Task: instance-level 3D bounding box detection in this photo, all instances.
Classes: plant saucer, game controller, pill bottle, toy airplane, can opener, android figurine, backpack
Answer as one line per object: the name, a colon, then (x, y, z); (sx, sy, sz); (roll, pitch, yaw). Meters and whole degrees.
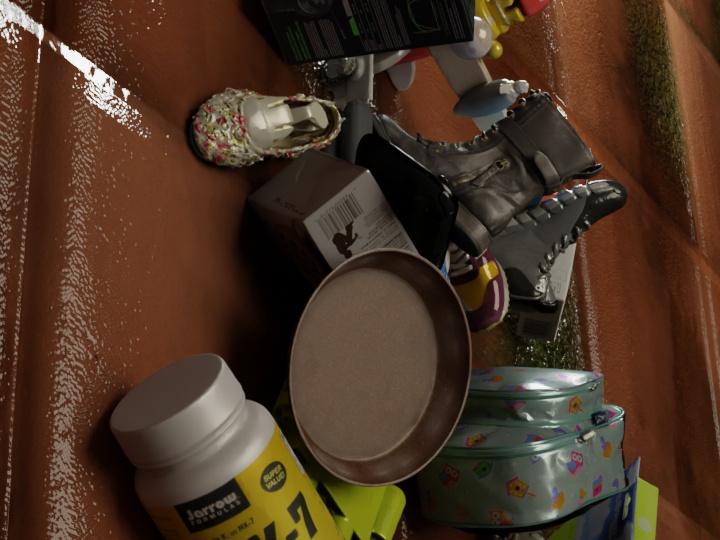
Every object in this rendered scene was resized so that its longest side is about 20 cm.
plant saucer: (0.010, 0.080, 1.483); (0.200, 0.034, 0.200); (-2, 94, -39)
game controller: (0.035, -0.055, 1.568); (0.104, 0.042, 0.200); (46, -16, 12)
pill bottle: (-0.095, 0.168, 1.299); (0.200, 0.114, 0.114); (61, 29, -21)
toy airplane: (0.095, -0.251, 1.833); (0.200, 0.199, 0.141); (16, 21, -12)
can opener: (-0.006, -0.138, 1.721); (0.066, 0.053, 0.200); (45, 38, -44)
android figurine: (-0.018, 0.159, 1.536); (0.182, 0.041, 0.200); (59, 31, -24)
backpack: (0.145, 0.171, 1.681); (0.200, 0.176, 0.153); (-25, 111, -52)

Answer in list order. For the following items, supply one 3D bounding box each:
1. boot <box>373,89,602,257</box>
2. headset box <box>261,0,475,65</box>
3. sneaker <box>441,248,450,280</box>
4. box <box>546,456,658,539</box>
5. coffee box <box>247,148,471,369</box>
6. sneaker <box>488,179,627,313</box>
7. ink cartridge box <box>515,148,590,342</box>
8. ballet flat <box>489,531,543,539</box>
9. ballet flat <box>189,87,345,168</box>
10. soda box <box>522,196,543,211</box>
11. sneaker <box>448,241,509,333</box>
boot: (0.123, -0.125, 1.787); (0.200, 0.174, 0.069); (47, -13, 10)
headset box: (0.006, -0.297, 1.691); (0.093, 0.200, 0.174); (67, 23, -49)
sneaker: (0.053, 0.022, 1.700); (0.089, 0.078, 0.200); (57, 19, -57)
box: (0.231, 0.289, 1.760); (0.048, 0.200, 0.122); (30, 39, -12)
coffee box: (0.000, 0.000, 1.563); (0.080, 0.113, 0.200); (-39, 119, -14)
sneaker: (0.208, -0.013, 1.894); (0.075, 0.200, 0.116); (68, 0, -69)
ink cartridge box: (0.218, -0.032, 1.999); (0.109, 0.050, 0.200); (92, 10, -63)
ballet flat: (0.160, 0.304, 1.747); (0.076, 0.064, 0.200); (57, 30, -38)
ballet flat: (-0.078, -0.133, 1.570); (0.200, 0.064, 0.076); (-18, 92, -63)
soda box: (0.159, -0.101, 1.910); (0.200, 0.068, 0.064); (81, -7, -84)
sneaker: (0.093, -0.031, 1.832); (0.090, 0.075, 0.200); (29, 41, -57)
